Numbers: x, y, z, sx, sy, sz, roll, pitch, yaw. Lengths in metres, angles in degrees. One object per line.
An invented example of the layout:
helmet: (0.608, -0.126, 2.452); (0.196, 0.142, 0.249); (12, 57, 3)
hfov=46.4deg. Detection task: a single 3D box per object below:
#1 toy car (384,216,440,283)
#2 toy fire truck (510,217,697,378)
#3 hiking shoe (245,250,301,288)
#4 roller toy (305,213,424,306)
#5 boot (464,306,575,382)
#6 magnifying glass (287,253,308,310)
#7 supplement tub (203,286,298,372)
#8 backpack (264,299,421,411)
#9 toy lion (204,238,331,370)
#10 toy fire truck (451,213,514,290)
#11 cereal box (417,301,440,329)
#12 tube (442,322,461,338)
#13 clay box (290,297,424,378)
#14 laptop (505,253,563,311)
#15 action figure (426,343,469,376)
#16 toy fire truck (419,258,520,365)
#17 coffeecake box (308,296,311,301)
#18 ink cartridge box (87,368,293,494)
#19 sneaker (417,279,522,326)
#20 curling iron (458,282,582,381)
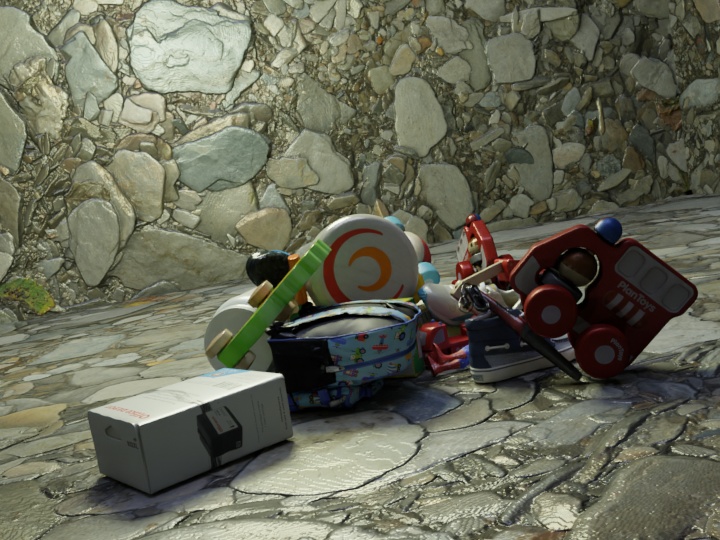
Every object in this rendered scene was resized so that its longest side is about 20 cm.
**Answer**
toy car: (0.096, 0.027, 1.700); (0.177, 0.185, 0.200); (-44, -42, 11)
toy fire truck: (0.303, 0.026, 1.078); (0.168, 0.200, 0.112); (-52, 1, 14)
hiking shoe: (-0.152, 0.001, 1.434); (0.086, 0.075, 0.200); (18, 0, 23)
roller toy: (0.000, 0.000, 1.408); (0.199, 0.184, 0.140); (-21, 1, -10)
boot: (0.239, 0.091, 1.193); (0.199, 0.091, 0.073); (-13, 7, -30)
magnifying glass: (-0.088, 0.072, 1.365); (0.022, 0.201, 0.080); (-12, 18, 2)
supplement tub: (-0.172, 0.105, 1.436); (0.144, 0.146, 0.200); (-8, 6, 15)
backpack: (-0.010, 0.112, 1.174); (0.199, 0.136, 0.183); (-8, 6, 15)
toy lion: (-0.122, 0.043, 1.234); (0.192, 0.069, 0.200); (-45, 7, 44)
toy fire truck: (0.238, -0.021, 1.723); (0.111, 0.169, 0.200); (-10, -26, -7)
cereal box: (0.058, 0.096, 1.481); (0.143, 0.040, 0.200); (-22, 1, -4)
tube: (0.167, 0.102, 1.423); (0.058, 0.052, 0.200); (41, 24, 20)
clay box: (-0.008, 0.109, 1.297); (0.199, 0.116, 0.048); (-6, 6, 25)
laptop: (0.271, 0.036, 1.587); (0.177, 0.201, 0.103); (-16, 47, -44)
action figure: (0.197, 0.108, 1.254); (0.199, 0.052, 0.066); (-10, -34, -17)
toy fire truck: (0.179, 0.063, 1.309); (0.199, 0.142, 0.049); (-11, 6, -17)
coffeecake box: (-0.074, 0.098, 1.701); (0.152, 0.074, 0.200); (-7, 7, 13)
ink cartridge box: (-0.205, 0.187, 1.019); (0.199, 0.084, 0.145); (-14, 8, -40)
sneaker: (0.180, 0.048, 1.377); (0.199, 0.081, 0.077); (14, 31, -34)
curling iron: (0.209, 0.084, 1.119); (0.200, 0.026, 0.049); (38, 50, 20)
